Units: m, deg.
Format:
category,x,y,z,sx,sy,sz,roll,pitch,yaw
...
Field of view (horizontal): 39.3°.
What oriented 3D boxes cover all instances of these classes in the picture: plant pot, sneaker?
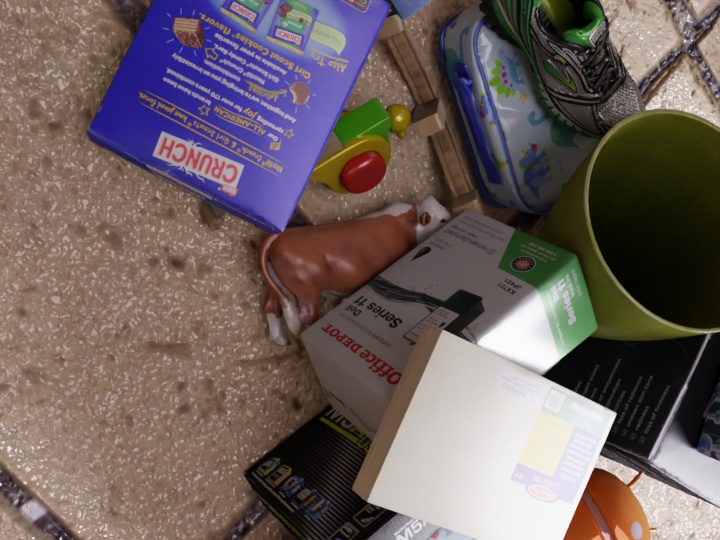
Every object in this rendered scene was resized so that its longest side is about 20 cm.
category,x,y,z,sx,sy,sz,roll,pitch,yaw
plant pot,0.233,-0.015,0.897,0.184,0.200,0.190,5,72,-16
sneaker,0.184,-0.184,0.863,0.200,0.085,0.078,41,82,-27

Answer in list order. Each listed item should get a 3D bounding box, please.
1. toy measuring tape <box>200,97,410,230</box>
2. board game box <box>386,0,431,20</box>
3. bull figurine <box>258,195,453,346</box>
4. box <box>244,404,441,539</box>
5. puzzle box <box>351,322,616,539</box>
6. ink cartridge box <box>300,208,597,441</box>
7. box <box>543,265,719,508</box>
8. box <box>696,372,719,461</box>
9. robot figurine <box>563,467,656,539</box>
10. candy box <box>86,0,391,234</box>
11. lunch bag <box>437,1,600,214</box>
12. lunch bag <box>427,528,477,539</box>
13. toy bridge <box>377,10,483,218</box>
category,x,y,z,sx,sy,sz,roll,pitch,yaw
toy measuring tape,-0.041,-0.082,0.874,0.198,0.074,0.074,-32,111,-2
board game box,-0.017,-0.303,0.804,0.034,0.136,0.201,-34,113,6
bull figurine,0.000,0.000,0.897,0.197,0.065,0.123,-8,104,-25
box,0.019,0.160,0.855,0.192,0.199,0.048,-38,114,-16
puzzle box,0.100,0.136,0.765,0.199,0.025,0.135,26,87,-32
ink cartridge box,0.071,0.052,0.833,0.199,0.146,0.084,-37,126,-19
box,0.291,0.093,0.987,0.123,0.196,0.202,31,83,-28
box,0.397,0.089,0.848,0.106,0.148,0.203,18,88,-28
robot figurine,0.183,0.256,0.938,0.198,0.117,0.145,-24,76,-5
candy box,-0.095,-0.154,0.795,0.167,0.077,0.202,27,83,-9
lunch bag,0.164,-0.165,0.948,0.160,0.082,0.202,-30,111,-21
lunch bag,0.026,0.238,0.886,0.200,0.160,0.083,-44,110,-18
toy bridge,0.063,-0.138,0.909,0.027,0.067,0.202,-21,109,13
